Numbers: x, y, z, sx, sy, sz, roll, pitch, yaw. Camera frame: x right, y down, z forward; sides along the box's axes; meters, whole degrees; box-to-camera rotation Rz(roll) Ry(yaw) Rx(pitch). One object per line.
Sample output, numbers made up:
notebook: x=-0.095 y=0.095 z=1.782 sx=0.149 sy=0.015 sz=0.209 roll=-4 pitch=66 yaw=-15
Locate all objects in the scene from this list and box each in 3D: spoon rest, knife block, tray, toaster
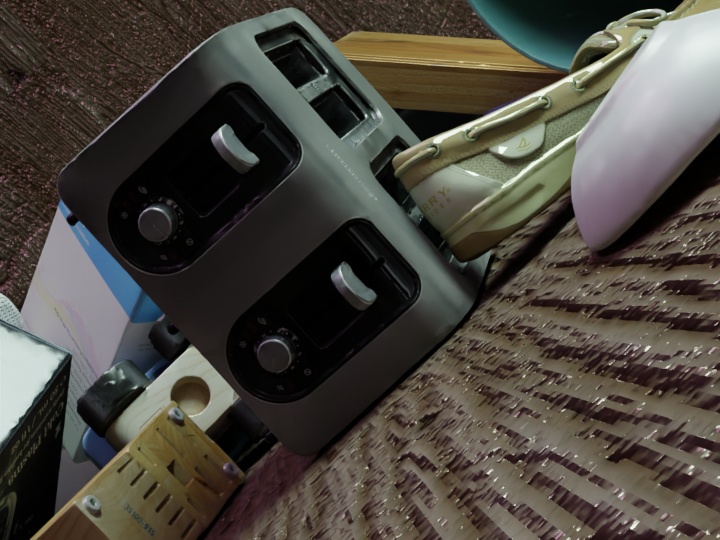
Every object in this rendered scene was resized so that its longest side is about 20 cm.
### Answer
spoon rest: x=0.139 y=-0.086 z=0.444 sx=0.200 sy=0.061 sz=0.099 roll=-57 pitch=-3 yaw=19
knife block: x=-0.167 y=0.177 z=0.719 sx=0.175 sy=0.064 sz=0.200 roll=-42 pitch=3 yaw=22
tray: x=0.074 y=-0.140 z=0.921 sx=0.099 sy=0.199 sz=0.037 roll=-48 pitch=-39 yaw=-64
toaster: x=-0.031 y=-0.027 z=0.673 sx=0.119 sy=0.181 sz=0.200 roll=-40 pitch=4 yaw=18

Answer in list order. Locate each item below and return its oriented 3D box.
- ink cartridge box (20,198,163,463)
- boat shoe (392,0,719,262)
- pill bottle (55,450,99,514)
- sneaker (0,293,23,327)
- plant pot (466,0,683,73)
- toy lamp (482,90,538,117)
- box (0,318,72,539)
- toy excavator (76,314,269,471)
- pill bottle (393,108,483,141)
ink cartridge box: x=-0.159 y=0.037 z=0.948 sx=0.128 sy=0.125 sz=0.200 roll=-3 pitch=-47 yaw=-42
boat shoe: x=0.105 y=-0.085 z=0.636 sx=0.200 sy=0.063 sz=0.073 roll=-39 pitch=0 yaw=-16
pill bottle: x=-0.227 y=0.180 z=1.098 sx=0.114 sy=0.114 sz=0.200 roll=-44 pitch=2 yaw=-11
sneaker: x=-0.288 y=0.100 z=0.919 sx=0.076 sy=0.105 sz=0.201 roll=-75 pitch=-10 yaw=-59
plant pot: x=0.171 y=-0.232 z=0.779 sx=0.161 sy=0.201 sz=0.201 roll=-28 pitch=-10 yaw=-45
toy lamp: x=0.054 y=-0.046 z=0.827 sx=0.200 sy=0.058 sz=0.058 roll=-36 pitch=1 yaw=-10
box: x=-0.276 y=0.152 z=0.775 sx=0.200 sy=0.124 sz=0.197 roll=-62 pitch=-6 yaw=-46
toy excavator: x=-0.136 y=0.133 z=0.884 sx=0.194 sy=0.100 sz=0.200 roll=-45 pitch=-11 yaw=-18
pill bottle: x=0.062 y=-0.094 z=1.036 sx=0.112 sy=0.112 sz=0.200 roll=-43 pitch=3 yaw=7
